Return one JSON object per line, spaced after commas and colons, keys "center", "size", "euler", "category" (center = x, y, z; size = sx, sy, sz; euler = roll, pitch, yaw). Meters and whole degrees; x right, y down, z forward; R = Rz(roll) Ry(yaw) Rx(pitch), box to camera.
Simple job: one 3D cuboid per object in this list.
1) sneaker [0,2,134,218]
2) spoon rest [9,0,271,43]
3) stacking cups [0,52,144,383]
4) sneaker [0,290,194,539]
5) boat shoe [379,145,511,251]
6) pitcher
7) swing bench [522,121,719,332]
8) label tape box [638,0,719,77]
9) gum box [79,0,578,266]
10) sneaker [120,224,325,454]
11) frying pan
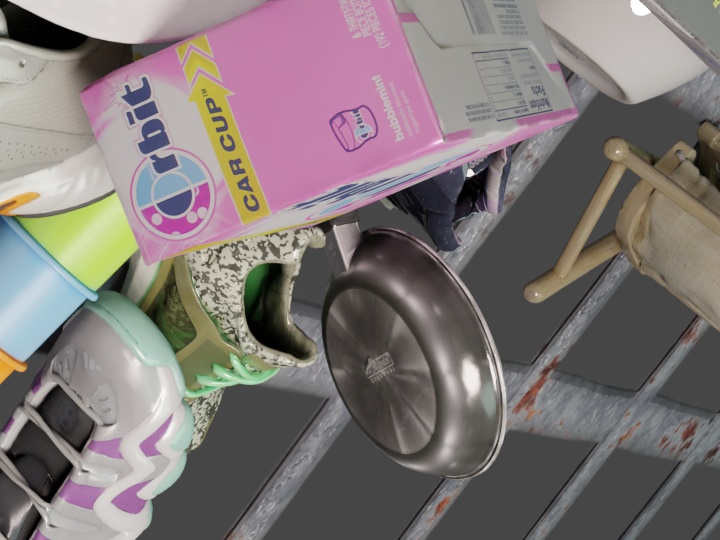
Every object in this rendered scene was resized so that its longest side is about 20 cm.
{"center": [-0.152, -0.047, 0.686], "size": [0.200, 0.076, 0.092], "euler": [-39, 148, -41], "category": "sneaker"}
{"center": [-0.090, -0.110, 0.616], "size": [0.199, 0.061, 0.099], "euler": [8, 139, -39], "category": "spoon rest"}
{"center": [-0.135, 0.006, 0.805], "size": [0.200, 0.061, 0.061], "euler": [-46, 156, 1], "category": "stacking cups"}
{"center": [-0.152, 0.106, 0.888], "size": [0.140, 0.078, 0.200], "euler": [-29, 149, -40], "category": "sneaker"}
{"center": [0.024, -0.089, 0.887], "size": [0.075, 0.093, 0.200], "euler": [-42, 155, -16], "category": "boat shoe"}
{"center": [0.175, -0.164, 0.945], "size": [0.200, 0.171, 0.121], "euler": [-51, 172, 1], "category": "pitcher"}
{"center": [0.246, 0.012, 1.291], "size": [0.200, 0.199, 0.130], "euler": [-14, 138, -54], "category": "swing bench"}
{"center": [0.175, -0.157, 0.850], "size": [0.200, 0.063, 0.144], "euler": [35, 98, -31], "category": "label tape box"}
{"center": [-0.001, -0.061, 0.752], "size": [0.113, 0.066, 0.200], "euler": [-22, 179, 20], "category": "gum box"}
{"center": [-0.062, 0.028, 0.914], "size": [0.077, 0.089, 0.200], "euler": [-32, 151, -35], "category": "sneaker"}
{"center": [0.010, 0.003, 0.865], "size": [0.031, 0.115, 0.191], "euler": [-24, 108, -32], "category": "frying pan"}
